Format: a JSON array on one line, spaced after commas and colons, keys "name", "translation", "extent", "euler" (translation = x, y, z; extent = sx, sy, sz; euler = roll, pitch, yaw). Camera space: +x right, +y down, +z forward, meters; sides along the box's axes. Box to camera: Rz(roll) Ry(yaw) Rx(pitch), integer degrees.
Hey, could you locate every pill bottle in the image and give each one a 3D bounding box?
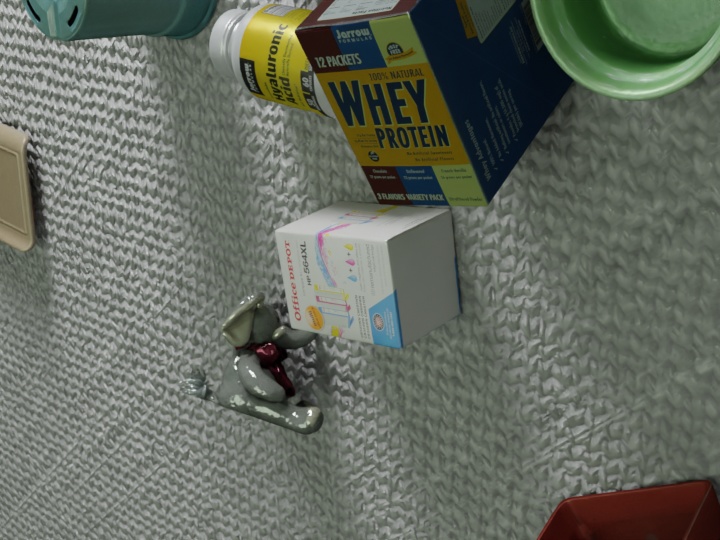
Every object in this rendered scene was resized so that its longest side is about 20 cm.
[{"name": "pill bottle", "translation": [-0.079, -0.247, 1.204], "extent": [0.198, 0.111, 0.113], "euler": [20, 120, 36]}]

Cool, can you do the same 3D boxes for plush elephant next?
[{"name": "plush elephant", "translation": [-0.127, 0.116, 1.391], "extent": [0.197, 0.165, 0.157], "euler": [17, 83, 0]}]

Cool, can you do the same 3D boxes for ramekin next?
[{"name": "ramekin", "translation": [0.254, -0.257, 0.902], "extent": [0.198, 0.097, 0.203], "euler": [18, 119, 36]}]

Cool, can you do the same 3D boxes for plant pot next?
[{"name": "plant pot", "translation": [0.288, 0.362, 1.080], "extent": [0.198, 0.200, 0.178], "euler": [-20, 105, 45]}, {"name": "plant pot", "translation": [-0.310, -0.377, 1.301], "extent": [0.198, 0.195, 0.204], "euler": [18, 119, 35]}]

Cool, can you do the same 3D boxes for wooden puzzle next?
[{"name": "wooden puzzle", "translation": [-0.615, -0.153, 1.782], "extent": [0.183, 0.037, 0.203], "euler": [22, 117, 35]}]

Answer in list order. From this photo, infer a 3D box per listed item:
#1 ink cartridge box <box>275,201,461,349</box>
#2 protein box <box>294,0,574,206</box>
[{"name": "ink cartridge box", "translation": [0.000, 0.000, 1.225], "extent": [0.198, 0.124, 0.131], "euler": [6, 112, 40]}, {"name": "protein box", "translation": [0.078, -0.201, 0.973], "extent": [0.133, 0.201, 0.200], "euler": [4, 134, 41]}]
